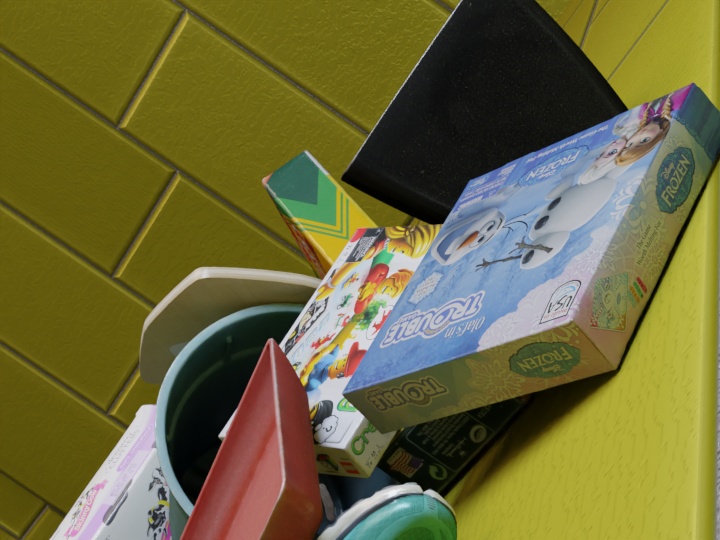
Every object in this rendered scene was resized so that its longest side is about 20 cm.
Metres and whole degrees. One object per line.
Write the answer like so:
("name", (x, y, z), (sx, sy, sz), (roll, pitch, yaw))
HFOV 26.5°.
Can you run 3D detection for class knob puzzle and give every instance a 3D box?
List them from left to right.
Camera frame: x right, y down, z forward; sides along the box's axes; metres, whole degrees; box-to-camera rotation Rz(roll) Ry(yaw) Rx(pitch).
("knob puzzle", (-0.080, 0.048, 1.176), (0.220, 0.220, 0.030), (127, 148, -46))

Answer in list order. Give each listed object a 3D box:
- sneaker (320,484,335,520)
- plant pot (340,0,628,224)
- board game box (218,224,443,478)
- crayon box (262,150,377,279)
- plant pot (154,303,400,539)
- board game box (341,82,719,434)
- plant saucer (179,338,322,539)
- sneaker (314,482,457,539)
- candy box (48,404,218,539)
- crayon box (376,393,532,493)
("sneaker", (0.004, 0.152, 1.342), (0.118, 0.074, 0.200), (-26, -33, -38))
("plant pot", (0.113, -0.114, 1.278), (0.200, 0.177, 0.200), (-57, 3, -1))
("board game box", (0.002, 0.050, 1.047), (0.126, 0.035, 0.200), (-2, 46, 45))
("crayon box", (0.000, 0.000, 1.263), (0.051, 0.127, 0.200), (-34, 40, -7))
("plant pot", (-0.063, 0.156, 1.155), (0.200, 0.200, 0.196), (-57, -5, -29))
("board game box", (0.102, -0.005, 0.906), (0.200, 0.043, 0.199), (-23, 29, 49))
("plant saucer", (-0.073, 0.168, 0.922), (0.200, 0.037, 0.200), (-106, 38, -68))
("sneaker", (-0.007, 0.207, 0.816), (0.200, 0.077, 0.080), (-58, 24, 6))
("candy box", (-0.145, 0.237, 1.282), (0.072, 0.200, 0.168), (-9, 40, 48))
("crayon box", (0.090, 0.049, 1.042), (0.127, 0.051, 0.200), (-53, 4, 43))
